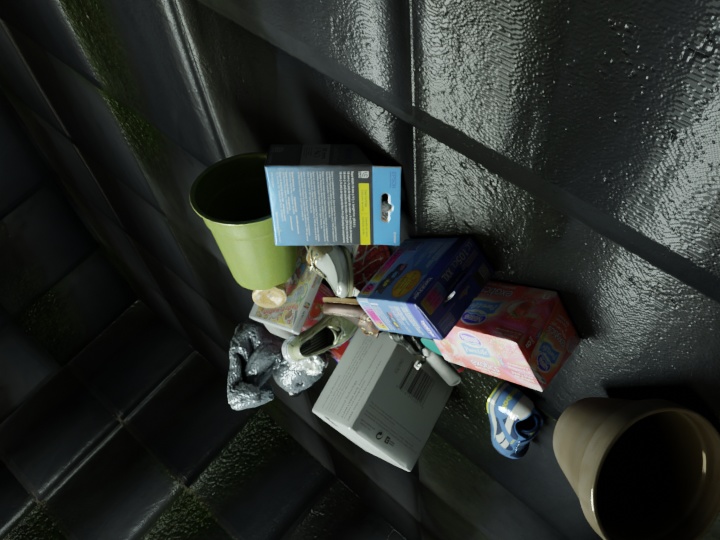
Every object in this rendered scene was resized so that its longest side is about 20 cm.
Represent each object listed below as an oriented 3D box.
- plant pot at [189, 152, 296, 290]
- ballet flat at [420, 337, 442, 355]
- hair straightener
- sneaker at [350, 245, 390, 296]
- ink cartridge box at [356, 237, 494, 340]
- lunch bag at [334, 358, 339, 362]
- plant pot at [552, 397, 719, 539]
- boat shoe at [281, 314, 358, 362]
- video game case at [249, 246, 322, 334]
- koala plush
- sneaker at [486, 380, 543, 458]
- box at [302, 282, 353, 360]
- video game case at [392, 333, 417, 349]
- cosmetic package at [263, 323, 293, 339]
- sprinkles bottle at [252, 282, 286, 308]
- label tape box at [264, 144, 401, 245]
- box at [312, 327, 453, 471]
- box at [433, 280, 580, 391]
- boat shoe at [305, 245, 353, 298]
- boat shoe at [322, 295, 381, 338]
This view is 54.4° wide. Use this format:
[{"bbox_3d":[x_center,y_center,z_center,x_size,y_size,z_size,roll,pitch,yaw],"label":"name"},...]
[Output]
[{"bbox_3d":[-0.184,-0.073,1.246,0.199,0.199,0.192,30,143,33],"label":"plant pot"},{"bbox_3d":[0.172,0.119,1.173,0.067,0.063,0.199,43,168,-23],"label":"ballet flat"},{"bbox_3d":[0.113,0.138,1.263,0.041,0.077,0.200,-33,108,33],"label":"hair straightener"},{"bbox_3d":[0.000,0.000,1.243,0.083,0.077,0.202,53,153,33],"label":"sneaker"},{"bbox_3d":[0.101,0.023,1.025,0.077,0.137,0.199,50,158,-23],"label":"ink cartridge box"},{"bbox_3d":[0.011,0.228,1.634,0.201,0.075,0.160,52,160,-12],"label":"lunch bag"},{"bbox_3d":[0.350,0.253,0.941,0.201,0.199,0.173,51,173,-16],"label":"plant pot"},{"bbox_3d":[-0.061,0.125,1.361,0.062,0.199,0.073,-3,112,51],"label":"boat shoe"},{"bbox_3d":[-0.139,0.024,1.392,0.023,0.185,0.199,28,169,-32],"label":"video game case"},{"bbox_3d":[-0.165,0.195,1.469,0.196,0.188,0.177,-2,172,5],"label":"koala plush"},{"bbox_3d":[0.279,0.281,1.242,0.082,0.074,0.201,24,151,38],"label":"sneaker"},{"bbox_3d":[-0.071,0.106,1.468,0.200,0.101,0.095,41,163,-34],"label":"box"},{"bbox_3d":[0.059,0.094,1.380,0.199,0.023,0.183,8,137,56],"label":"video game case"},{"bbox_3d":[-0.159,0.105,1.681,0.199,0.107,0.091,6,136,55],"label":"cosmetic package"},{"bbox_3d":[-0.176,-0.024,1.381,0.069,0.067,0.202,72,-170,-49],"label":"sprinkles bottle"},{"bbox_3d":[-0.037,-0.113,1.061,0.196,0.064,0.146,0,130,2],"label":"label tape box"},{"bbox_3d":[0.048,0.250,1.380,0.199,0.202,0.130,42,161,-33],"label":"box"},{"bbox_3d":[0.197,0.085,1.007,0.199,0.103,0.095,12,141,56],"label":"box"},{"bbox_3d":[-0.059,-0.019,1.207,0.201,0.067,0.076,-115,27,-54],"label":"boat shoe"},{"bbox_3d":[0.031,0.080,1.185,0.196,0.072,0.070,4,-179,7],"label":"boat shoe"}]
